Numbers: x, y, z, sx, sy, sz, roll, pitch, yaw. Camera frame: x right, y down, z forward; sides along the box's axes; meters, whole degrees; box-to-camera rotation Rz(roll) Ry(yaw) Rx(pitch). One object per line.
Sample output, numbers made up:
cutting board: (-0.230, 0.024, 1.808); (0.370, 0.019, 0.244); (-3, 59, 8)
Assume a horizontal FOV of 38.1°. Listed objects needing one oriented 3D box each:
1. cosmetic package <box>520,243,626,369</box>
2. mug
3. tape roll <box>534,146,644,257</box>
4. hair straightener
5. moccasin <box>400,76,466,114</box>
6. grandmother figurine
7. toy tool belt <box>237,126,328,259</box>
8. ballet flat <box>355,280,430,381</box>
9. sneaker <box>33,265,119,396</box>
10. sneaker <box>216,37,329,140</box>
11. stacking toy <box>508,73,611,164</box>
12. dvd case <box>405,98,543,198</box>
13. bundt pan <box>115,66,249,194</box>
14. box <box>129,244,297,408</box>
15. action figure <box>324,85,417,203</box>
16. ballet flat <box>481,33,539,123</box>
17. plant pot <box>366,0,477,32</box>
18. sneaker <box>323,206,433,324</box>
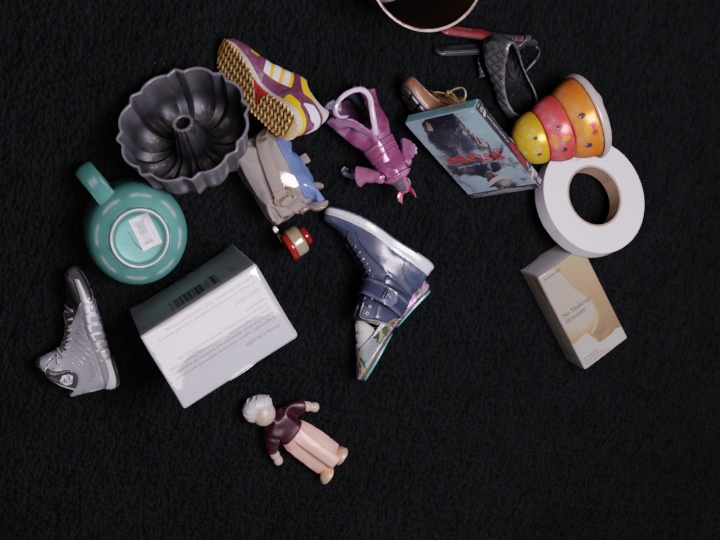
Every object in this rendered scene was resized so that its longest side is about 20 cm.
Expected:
cosmetic package: (0.377, 0.059, 1.837); (0.105, 0.071, 0.201); (-35, 109, -9)
mug: (-0.348, -0.061, 1.548); (0.183, 0.114, 0.154); (17, 95, -21)
tape roll: (0.393, -0.125, 1.787); (0.199, 0.037, 0.206); (4, 76, -17)
hair straightener: (0.211, -0.360, 1.725); (0.197, 0.041, 0.078); (-2, 122, -24)
moccasin: (0.148, -0.256, 1.697); (0.200, 0.074, 0.078); (32, 87, -22)
grandmother figurine: (-0.112, 0.267, 1.725); (0.199, 0.060, 0.122); (37, 79, -24)
toy tool belt: (-0.103, -0.133, 1.610); (0.122, 0.125, 0.202); (-32, 98, -9)
ballet flat: (0.036, 0.086, 1.739); (0.071, 0.069, 0.201); (37, 84, -3)
sneaker: (-0.444, 0.102, 1.573); (0.114, 0.075, 0.203); (-17, 107, -12)
sneaker: (-0.135, -0.279, 1.581); (0.090, 0.075, 0.200); (-26, 70, -44)
stacking toy: (0.299, -0.219, 1.710); (0.198, 0.146, 0.148); (-25, 108, -4)
dvd case: (0.183, -0.190, 1.667); (0.200, 0.145, 0.022); (42, 58, -36)
bundt pan: (-0.252, -0.196, 1.532); (0.200, 0.203, 0.076); (-33, 153, -9)
box: (-0.226, 0.079, 1.572); (0.197, 0.200, 0.132); (-32, 107, -10)
action figure: (0.035, -0.200, 1.640); (0.133, 0.149, 0.201); (-37, 96, -14)
ballet flat: (0.255, -0.303, 1.716); (0.066, 0.057, 0.201); (-45, 130, -9)
plant pot: (0.065, -0.452, 1.563); (0.184, 0.200, 0.190); (-4, 101, -18)
sneaker: (0.001, 0.000, 1.679); (0.201, 0.077, 0.147); (33, 84, -5)
